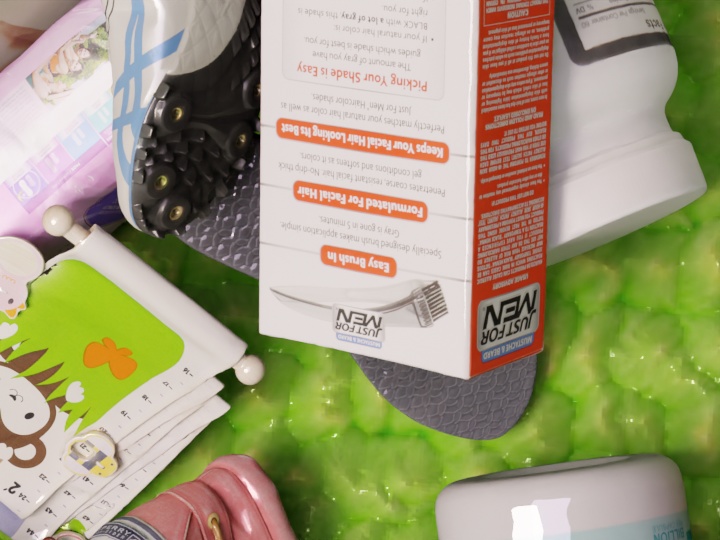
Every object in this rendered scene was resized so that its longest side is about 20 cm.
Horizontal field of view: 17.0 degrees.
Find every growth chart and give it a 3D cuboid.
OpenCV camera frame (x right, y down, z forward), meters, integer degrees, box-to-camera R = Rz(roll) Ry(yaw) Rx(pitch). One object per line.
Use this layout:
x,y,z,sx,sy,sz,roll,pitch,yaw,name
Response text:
-0.141,0.065,1.085,0.144,0.018,0.200,31,120,-20,growth chart

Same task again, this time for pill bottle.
0.069,-0.108,1.048,0.116,0.116,0.201,-23,84,12,pill bottle
0.098,0.185,1.041,0.110,0.111,0.201,-8,88,13,pill bottle

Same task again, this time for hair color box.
0.018,-0.067,0.983,0.110,0.064,0.201,11,105,36,hair color box

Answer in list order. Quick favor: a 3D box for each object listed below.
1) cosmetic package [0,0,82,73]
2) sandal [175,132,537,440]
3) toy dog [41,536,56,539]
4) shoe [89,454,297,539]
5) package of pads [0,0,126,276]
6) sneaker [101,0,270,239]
-0.170,-0.148,1.064,0.087,0.200,0.104,-40,79,9,cosmetic package
0.000,-0.001,1.078,0.200,0.043,0.076,38,95,-14,sandal
-0.150,0.204,1.098,0.096,0.132,0.201,-28,111,-23,toy dog
-0.060,0.185,1.100,0.071,0.091,0.201,12,123,43,shoe
-0.106,-0.079,1.088,0.200,0.120,0.076,-40,86,10,package of pads
-0.080,-0.115,0.992,0.072,0.072,0.201,13,104,42,sneaker
